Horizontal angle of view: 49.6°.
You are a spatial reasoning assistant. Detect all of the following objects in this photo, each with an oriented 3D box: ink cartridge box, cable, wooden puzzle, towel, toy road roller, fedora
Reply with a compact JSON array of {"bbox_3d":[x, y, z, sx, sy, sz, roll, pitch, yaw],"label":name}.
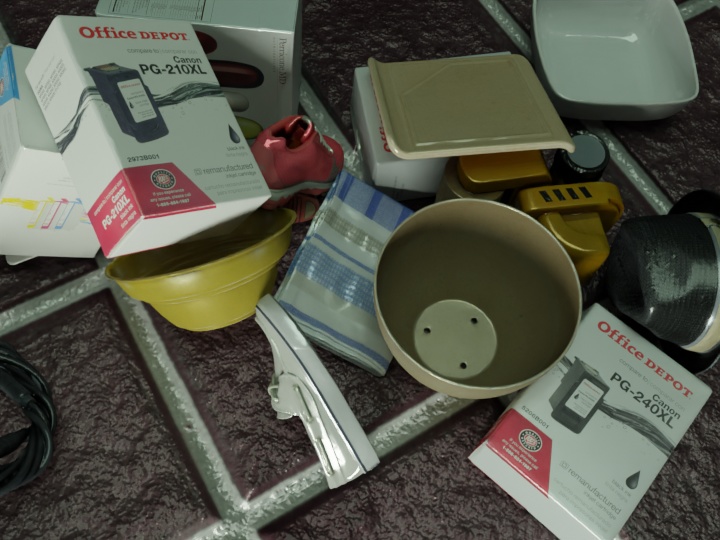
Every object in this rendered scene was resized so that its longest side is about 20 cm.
[{"bbox_3d":[-0.323,-0.107,0.811,0.125,0.200,0.129,2,57,-39],"label":"ink cartridge box"},{"bbox_3d":[0.229,0.154,0.779,0.145,0.083,0.200,39,67,14],"label":"ink cartridge box"},{"bbox_3d":[-0.364,0.117,0.728,0.163,0.051,0.200,21,30,-29],"label":"cable"},{"bbox_3d":[0.114,-0.178,0.850,0.199,0.037,0.186,-1,43,-8],"label":"wooden puzzle"},{"bbox_3d":[0.000,0.000,0.850,0.146,0.024,0.201,30,64,-11],"label":"towel"},{"bbox_3d":[-0.195,-0.128,0.719,0.144,0.084,0.201,-16,76,-46],"label":"ink cartridge box"},{"bbox_3d":[0.191,-0.058,0.860,0.199,0.123,0.147,-6,64,-7],"label":"toy road roller"},{"bbox_3d":[0.096,-0.172,0.933,0.199,0.085,0.145,-9,64,-7],"label":"ink cartridge box"},{"bbox_3d":[0.310,0.006,0.799,0.091,0.201,0.202,8,63,-4],"label":"fedora"}]

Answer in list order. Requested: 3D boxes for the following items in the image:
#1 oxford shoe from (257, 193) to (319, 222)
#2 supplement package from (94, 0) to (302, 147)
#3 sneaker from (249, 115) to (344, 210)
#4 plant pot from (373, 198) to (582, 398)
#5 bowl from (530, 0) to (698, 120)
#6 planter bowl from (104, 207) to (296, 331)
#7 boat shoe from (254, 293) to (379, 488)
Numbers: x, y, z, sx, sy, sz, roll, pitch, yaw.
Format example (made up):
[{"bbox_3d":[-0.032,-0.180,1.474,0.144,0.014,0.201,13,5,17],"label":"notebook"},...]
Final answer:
[{"bbox_3d":[-0.142,-0.107,0.892,0.199,0.071,0.075,12,53,-4],"label":"oxford shoe"},{"bbox_3d":[-0.169,-0.249,0.884,0.199,0.192,0.148,4,55,-3],"label":"supplement package"},{"bbox_3d":[-0.060,-0.127,0.839,0.074,0.087,0.200,35,29,9],"label":"sneaker"},{"bbox_3d":[0.107,0.047,0.795,0.199,0.135,0.201,2,63,-4],"label":"plant pot"},{"bbox_3d":[0.315,-0.273,1.006,0.198,0.075,0.201,0,64,-4],"label":"bowl"},{"bbox_3d":[-0.151,0.006,0.802,0.199,0.200,0.084,-20,109,-14],"label":"planter bowl"},{"bbox_3d":[-0.057,0.120,0.763,0.066,0.072,0.201,-32,99,-7],"label":"boat shoe"}]
